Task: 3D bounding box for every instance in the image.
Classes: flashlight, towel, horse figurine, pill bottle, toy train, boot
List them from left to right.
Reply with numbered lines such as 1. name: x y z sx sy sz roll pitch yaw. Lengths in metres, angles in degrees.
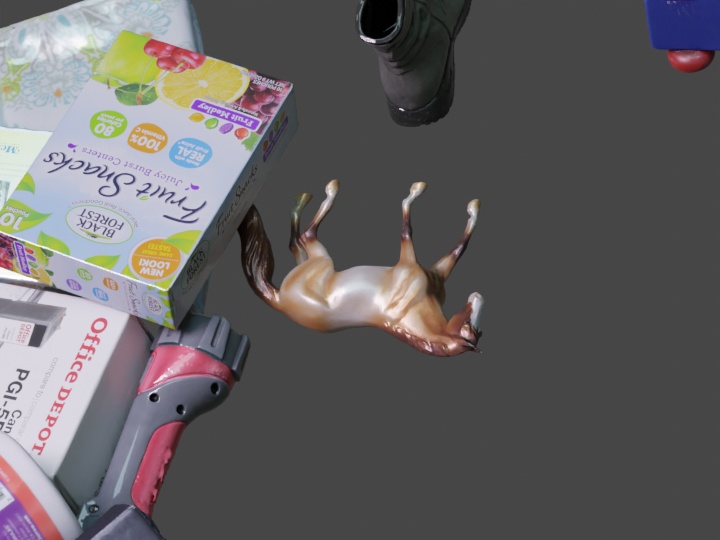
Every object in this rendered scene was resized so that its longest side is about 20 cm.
1. pill bottle: -0.282 0.201 1.678 0.200 0.112 0.111 -37 53 -18
2. towel: -0.198 -0.126 1.994 0.171 0.048 0.200 -17 53 6
3. flashlight: -0.135 0.126 1.793 0.068 0.068 0.200 -2 58 35
4. horse figurine: 0.000 0.000 1.840 0.199 0.050 0.133 4 63 15
5. boot: 0.037 -0.217 1.931 0.068 0.131 0.200 -6 55 12
6. toy train: 0.311 -0.206 1.878 0.199 0.085 0.116 2 44 19

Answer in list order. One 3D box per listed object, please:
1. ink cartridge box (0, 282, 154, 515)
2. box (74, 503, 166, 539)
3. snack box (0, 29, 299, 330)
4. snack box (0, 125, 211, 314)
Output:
1. ink cartridge box: -0.256 0.087 1.841 0.199 0.083 0.147 9 59 23
2. box: -0.137 0.264 1.610 0.148 0.104 0.200 -39 93 -12
3. snack box: -0.148 -0.067 1.843 0.142 0.053 0.200 18 56 18
4. snack box: -0.202 -0.038 1.903 0.199 0.037 0.117 7 73 9
